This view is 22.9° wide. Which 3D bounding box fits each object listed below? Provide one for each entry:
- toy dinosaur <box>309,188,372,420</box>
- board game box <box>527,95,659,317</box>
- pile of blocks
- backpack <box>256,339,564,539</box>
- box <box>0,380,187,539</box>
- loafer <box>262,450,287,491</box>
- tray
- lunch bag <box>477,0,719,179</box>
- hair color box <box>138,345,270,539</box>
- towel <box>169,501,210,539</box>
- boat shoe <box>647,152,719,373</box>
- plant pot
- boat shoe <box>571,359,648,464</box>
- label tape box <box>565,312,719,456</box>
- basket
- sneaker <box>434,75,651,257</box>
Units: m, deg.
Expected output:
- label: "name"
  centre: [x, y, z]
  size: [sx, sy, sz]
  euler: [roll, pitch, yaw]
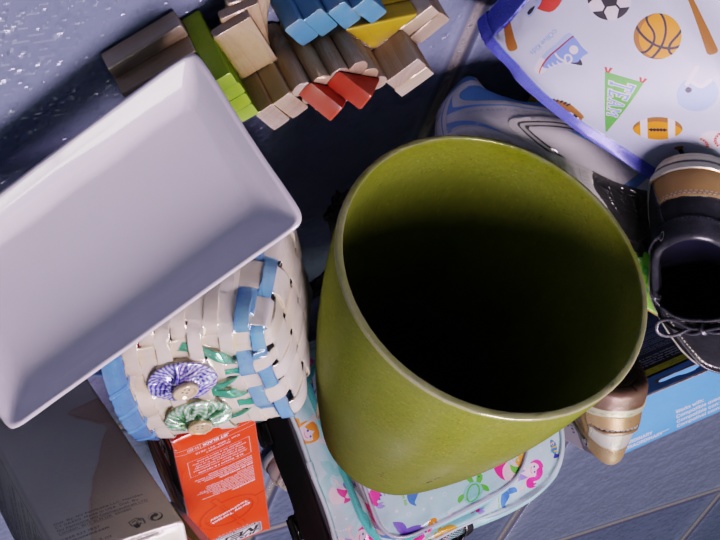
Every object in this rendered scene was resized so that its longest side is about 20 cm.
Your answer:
- label: "toy dinosaur"
  centre: [0.000, 0.000, 1.157]
  size: [0.088, 0.047, 0.200]
  euler: [33, 97, -18]
- label: "board game box"
  centre: [0.177, -0.037, 1.155]
  size: [0.096, 0.200, 0.030]
  euler: [-58, -169, 7]
- label: "pile of blocks"
  centre: [-0.035, -0.113, 0.957]
  size: [0.199, 0.062, 0.082]
  euler: [-19, 151, -18]
- label: "backpack"
  centre: [0.045, 0.110, 1.270]
  size: [0.199, 0.178, 0.151]
  euler: [-17, 172, -24]
- label: "box"
  centre: [-0.174, 0.155, 1.119]
  size: [0.077, 0.200, 0.095]
  euler: [-17, 122, -19]
- label: "loafer"
  centre: [0.008, 0.169, 1.464]
  size: [0.200, 0.063, 0.072]
  euler: [6, 138, -47]
- label: "tray"
  centre: [-0.134, -0.014, 0.930]
  size: [0.200, 0.108, 0.022]
  euler: [-35, 174, 13]
- label: "lunch bag"
  centre: [0.192, -0.150, 1.029]
  size: [0.199, 0.124, 0.170]
  euler: [26, 126, -28]
- label: "hair color box"
  centre: [-0.112, 0.110, 1.218]
  size: [0.061, 0.102, 0.200]
  euler: [-23, 151, -12]
- label: "towel"
  centre: [-0.174, 0.219, 1.120]
  size: [0.199, 0.152, 0.023]
  euler: [-20, 121, -26]
- label: "boat shoe"
  centre: [0.209, 0.012, 1.080]
  size: [0.074, 0.062, 0.200]
  euler: [-3, 144, 15]
- label: "plant pot"
  centre: [0.046, 0.053, 1.070]
  size: [0.186, 0.188, 0.200]
  euler: [-12, 153, -27]
- label: "boat shoe"
  centre: [0.163, 0.075, 1.317]
  size: [0.071, 0.200, 0.076]
  euler: [1, 115, -2]
- label: "label tape box"
  centre: [0.235, 0.094, 1.424]
  size: [0.144, 0.064, 0.200]
  euler: [-22, -168, -12]
- label: "basket"
  centre: [-0.132, 0.018, 1.029]
  size: [0.199, 0.140, 0.177]
  euler: [5, 153, 11]
- label: "sneaker"
  centre: [0.139, -0.066, 1.106]
  size: [0.199, 0.073, 0.072]
  euler: [21, 145, -16]
